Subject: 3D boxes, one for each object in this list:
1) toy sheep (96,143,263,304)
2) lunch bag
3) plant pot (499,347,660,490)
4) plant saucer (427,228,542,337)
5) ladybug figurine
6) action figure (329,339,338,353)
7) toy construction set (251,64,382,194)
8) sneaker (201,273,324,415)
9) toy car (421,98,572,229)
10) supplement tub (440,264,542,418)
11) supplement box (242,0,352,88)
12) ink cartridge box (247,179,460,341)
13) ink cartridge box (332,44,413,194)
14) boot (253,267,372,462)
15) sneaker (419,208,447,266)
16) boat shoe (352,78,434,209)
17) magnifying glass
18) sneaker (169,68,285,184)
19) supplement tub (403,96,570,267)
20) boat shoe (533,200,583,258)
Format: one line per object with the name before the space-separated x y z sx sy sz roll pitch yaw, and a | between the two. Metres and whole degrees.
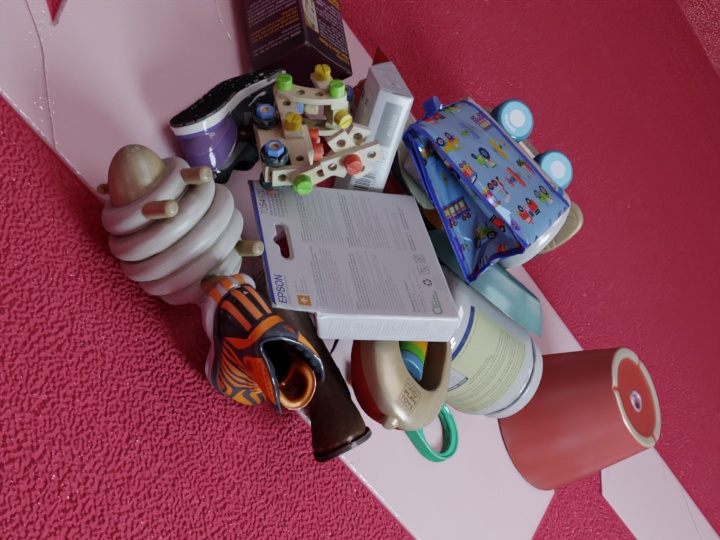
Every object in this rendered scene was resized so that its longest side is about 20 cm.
toy sheep | -0.169 -0.033 0.870 0.202 0.136 0.139 60 35 -27
lunch bag | 0.133 -0.114 1.066 0.202 0.094 0.150 57 38 -2
plant pot | 0.323 0.204 1.336 0.199 0.176 0.204 27 52 -42
plant saucer | 0.161 0.006 1.163 0.199 0.036 0.200 39 8 -6
ladybug figurine | 0.040 0.091 0.993 0.136 0.071 0.201 51 35 -24
action figure | 0.000 0.000 1.092 0.118 0.102 0.202 36 45 -15
toy construction set | -0.048 -0.143 0.982 0.201 0.129 0.093 -114 -158 -54
sneaker | -0.089 0.098 0.859 0.077 0.201 0.112 -38 64 -18
toy car | 0.169 -0.118 1.348 0.200 0.184 0.177 -45 100 -19
supplement tub | 0.127 0.096 1.168 0.199 0.144 0.147 33 48 -38
supplement box | -0.086 -0.335 1.156 0.110 0.085 0.203 19 57 -58
ink cartridge box | -0.015 -0.012 0.955 0.197 0.041 0.201 5 41 -19
ink cartridge box | 0.000 -0.171 1.105 0.046 0.162 0.201 10 28 -17
boot | -0.060 0.084 0.951 0.186 0.063 0.203 -155 -139 -81
sneaker | 0.120 -0.002 1.280 0.199 0.060 0.106 32 54 -35
boat shoe | 0.049 -0.174 1.278 0.071 0.062 0.202 -36 102 -35
magnifying glass | 0.059 0.175 1.144 0.199 0.022 0.081 36 47 -35
sneaker | -0.139 -0.162 1.042 0.200 0.075 0.089 -50 129 -49
supplement tub | 0.168 -0.114 1.219 0.200 0.132 0.133 42 42 -11
boat shoe | 0.236 -0.048 1.340 0.065 0.198 0.073 -16 78 -60
